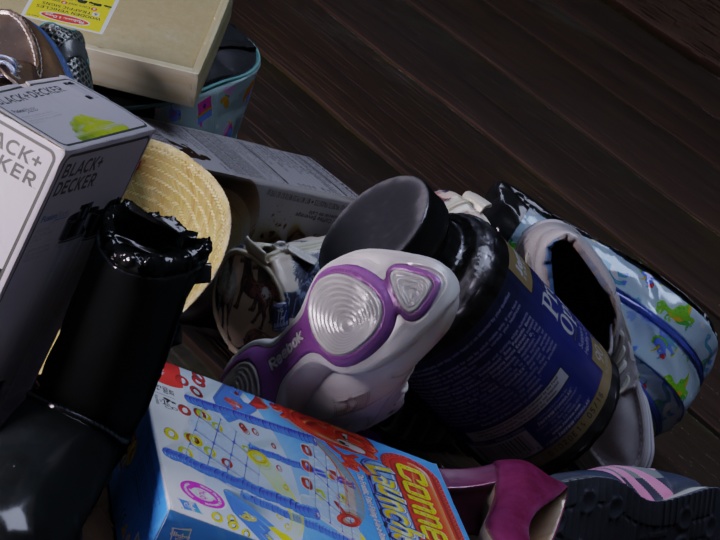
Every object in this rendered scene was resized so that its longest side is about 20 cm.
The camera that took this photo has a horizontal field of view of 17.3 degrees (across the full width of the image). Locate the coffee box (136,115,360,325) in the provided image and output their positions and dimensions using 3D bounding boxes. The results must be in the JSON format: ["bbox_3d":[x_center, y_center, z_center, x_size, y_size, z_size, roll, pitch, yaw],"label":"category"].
[{"bbox_3d":[-0.103,-0.029,1.611,0.200,0.113,0.080,11,22,-46],"label":"coffee box"}]

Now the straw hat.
[{"bbox_3d":[-0.157,0.015,1.421,0.201,0.201,0.085,42,-21,43],"label":"straw hat"}]

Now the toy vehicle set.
[{"bbox_3d":[-0.194,-0.175,1.600,0.200,0.027,0.124,14,36,2],"label":"toy vehicle set"}]

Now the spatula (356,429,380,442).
[{"bbox_3d":[0.025,0.140,1.447,0.200,0.021,0.057,38,33,25],"label":"spatula"}]

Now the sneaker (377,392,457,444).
[{"bbox_3d":[0.037,0.069,1.626,0.200,0.075,0.115,26,7,-44],"label":"sneaker"}]

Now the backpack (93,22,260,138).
[{"bbox_3d":[-0.176,-0.124,1.692,0.176,0.153,0.200,28,37,23],"label":"backpack"}]

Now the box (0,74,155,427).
[{"bbox_3d":[-0.190,0.004,1.201,0.060,0.200,0.117,30,15,11],"label":"box"}]

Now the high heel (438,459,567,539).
[{"bbox_3d":[0.104,0.171,1.360,0.096,0.067,0.200,4,19,-17],"label":"high heel"}]

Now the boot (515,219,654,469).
[{"bbox_3d":[0.157,0.063,1.642,0.096,0.074,0.200,-119,-173,-85],"label":"boot"}]

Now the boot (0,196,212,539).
[{"bbox_3d":[-0.137,0.058,1.183,0.073,0.163,0.198,26,16,1],"label":"boot"}]

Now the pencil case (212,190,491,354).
[{"bbox_3d":[0.000,0.000,1.605,0.200,0.089,0.078,-17,55,-34],"label":"pencil case"}]

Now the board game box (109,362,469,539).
[{"bbox_3d":[-0.036,0.139,1.288,0.196,0.056,0.200,21,16,-18],"label":"board game box"}]

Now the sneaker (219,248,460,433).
[{"bbox_3d":[0.001,0.046,1.398,0.100,0.200,0.075,8,60,-39],"label":"sneaker"}]

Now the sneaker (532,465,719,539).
[{"bbox_3d":[0.153,0.160,1.545,0.082,0.070,0.200,15,3,43],"label":"sneaker"}]

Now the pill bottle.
[{"bbox_3d":[0.067,0.035,1.486,0.200,0.112,0.112,46,4,-31],"label":"pill bottle"}]

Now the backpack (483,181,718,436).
[{"bbox_3d":[0.166,0.042,1.766,0.200,0.154,0.163,19,-25,3],"label":"backpack"}]

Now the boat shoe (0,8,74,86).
[{"bbox_3d":[-0.209,-0.091,1.407,0.072,0.072,0.200,61,10,-52],"label":"boat shoe"}]

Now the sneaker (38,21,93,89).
[{"bbox_3d":[-0.242,-0.108,1.539,0.200,0.091,0.078,-11,-14,35],"label":"sneaker"}]
